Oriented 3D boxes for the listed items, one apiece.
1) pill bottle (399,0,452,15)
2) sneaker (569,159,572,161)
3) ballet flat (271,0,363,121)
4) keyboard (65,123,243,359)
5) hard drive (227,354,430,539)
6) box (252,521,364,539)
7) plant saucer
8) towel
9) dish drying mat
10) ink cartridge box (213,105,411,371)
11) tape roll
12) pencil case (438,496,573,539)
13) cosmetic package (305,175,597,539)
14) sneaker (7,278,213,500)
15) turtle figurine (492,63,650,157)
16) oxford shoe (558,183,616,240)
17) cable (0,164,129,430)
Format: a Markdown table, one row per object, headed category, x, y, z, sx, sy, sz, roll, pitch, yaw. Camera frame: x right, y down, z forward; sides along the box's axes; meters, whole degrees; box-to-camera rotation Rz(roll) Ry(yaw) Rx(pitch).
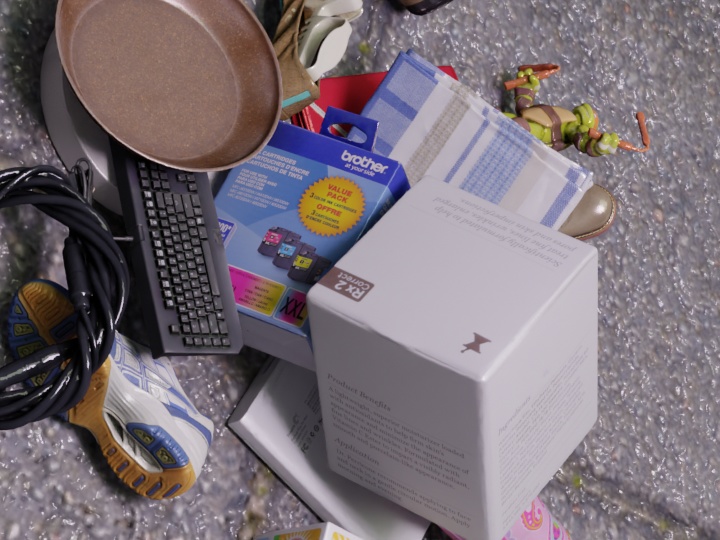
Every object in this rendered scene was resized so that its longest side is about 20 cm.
| category | x | y | z | sx | sy | sz | roll | pitch | yaw |
| --- | --- | --- | --- | --- | --- | --- | --- | --- | --- |
| pill bottle | 0.028 | -0.336 | 1.841 | 0.200 | 0.112 | 0.112 | 48 | 53 | -19 |
| sneaker | 0.139 | -0.031 | 1.861 | 0.076 | 0.092 | 0.201 | 42 | 56 | -24 |
| ballet flat | -0.038 | -0.207 | 1.750 | 0.068 | 0.072 | 0.201 | 57 | 34 | -35 |
| keyboard | -0.162 | -0.026 | 1.576 | 0.127 | 0.021 | 0.201 | -1 | 63 | -28 |
| hard drive | -0.010 | 0.145 | 1.732 | 0.200 | 0.026 | 0.132 | 47 | 53 | -20 |
| box | 0.003 | 0.292 | 1.652 | 0.200 | 0.101 | 0.113 | 31 | 60 | -30 |
| plant saucer | -0.155 | -0.159 | 1.621 | 0.200 | 0.037 | 0.201 | 17 | 57 | -27 |
| towel | 0.081 | -0.078 | 1.763 | 0.200 | 0.147 | 0.024 | 35 | 15 | 4 |
| dish drying mat | 0.021 | -0.139 | 1.842 | 0.199 | 0.018 | 0.077 | -11 | 84 | -41 |
| ink cartridge box | -0.046 | -0.034 | 1.652 | 0.201 | 0.136 | 0.076 | -61 | 156 | -22 |
| tape roll | -0.165 | -0.137 | 1.674 | 0.202 | 0.037 | 0.204 | 12 | 71 | -38 |
| pencil case | 0.108 | 0.209 | 1.748 | 0.200 | 0.087 | 0.088 | 48 | 51 | -40 |
| cosmetic package | 0.075 | 0.070 | 1.603 | 0.165 | 0.164 | 0.201 | -45 | 147 | -34 |
| sneaker | -0.191 | 0.082 | 1.582 | 0.200 | 0.075 | 0.088 | 54 | 29 | -13 |
| turtle figurine | 0.155 | -0.136 | 1.882 | 0.161 | 0.200 | 0.065 | -5 | 121 | -31 |
| oxford shoe | 0.125 | -0.065 | 1.803 | 0.199 | 0.075 | 0.071 | 6 | 76 | 4 |
| cable | -0.249 | 0.013 | 1.498 | 0.162 | 0.051 | 0.201 | 20 | 66 | 7 |
